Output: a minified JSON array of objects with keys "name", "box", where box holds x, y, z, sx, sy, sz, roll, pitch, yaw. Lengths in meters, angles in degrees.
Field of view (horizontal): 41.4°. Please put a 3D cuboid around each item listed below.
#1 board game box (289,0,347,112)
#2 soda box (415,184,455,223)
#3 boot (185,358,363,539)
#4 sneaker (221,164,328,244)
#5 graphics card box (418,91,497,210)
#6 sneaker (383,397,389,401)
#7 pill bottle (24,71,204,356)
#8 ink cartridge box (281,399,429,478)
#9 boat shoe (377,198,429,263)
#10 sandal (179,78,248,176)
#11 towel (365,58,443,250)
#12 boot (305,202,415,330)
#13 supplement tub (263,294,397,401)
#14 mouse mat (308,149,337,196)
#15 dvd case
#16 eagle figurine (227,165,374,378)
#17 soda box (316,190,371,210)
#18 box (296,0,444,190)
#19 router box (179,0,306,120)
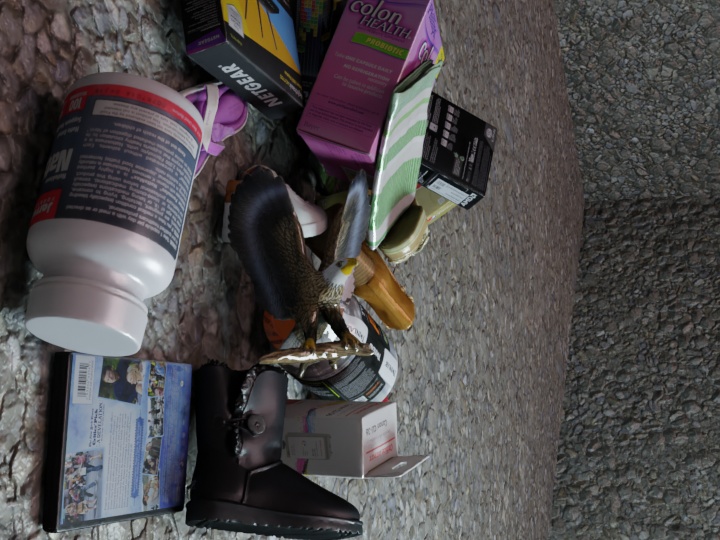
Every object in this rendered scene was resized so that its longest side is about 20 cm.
[{"name":"board game box","box":[-0.040,-0.310,1.228,0.200,0.056,0.168,-52,150,-59]},{"name":"soda box","box":[0.067,-0.170,1.395,0.202,0.067,0.064,59,19,8]},{"name":"boot","box":[-0.083,0.185,0.986,0.197,0.076,0.171,14,64,-23]},{"name":"sneaker","box":[-0.092,-0.080,1.108,0.199,0.072,0.086,-15,105,-67]},{"name":"graphics card box","box":[0.091,-0.184,1.321,0.198,0.051,0.127,25,58,-17]},{"name":"sneaker","box":[-0.006,0.202,1.319,0.201,0.070,0.114,-64,143,-54]},{"name":"pill bottle","box":[-0.199,-0.042,0.763,0.120,0.118,0.203,49,44,-58]},{"name":"ink cartridge box","box":[-0.030,0.188,1.079,0.116,0.197,0.069,-6,95,-69]},{"name":"boat shoe","box":[0.061,-0.044,1.252,0.064,0.072,0.201,62,7,-13]},{"name":"sandal","box":[-0.153,-0.154,0.983,0.203,0.049,0.084,-64,146,-54]},{"name":"towel","box":[0.050,-0.140,1.140,0.153,0.023,0.202,-50,157,-55]},{"name":"boot","box":[0.001,0.000,1.212,0.144,0.071,0.201,50,3,-21]},{"name":"supplement tub","box":[-0.036,0.091,1.177,0.200,0.121,0.124,51,42,-58]},{"name":"mouse mat","box":[-0.022,-0.212,1.279,0.161,0.007,0.203,59,48,-73]},{"name":"dvd case","box":[-0.212,0.151,0.858,0.200,0.017,0.145,23,68,-68]},{"name":"eagle figurine","box":[-0.047,0.000,1.009,0.151,0.149,0.203,31,42,-63]},{"name":"soda box","box":[0.010,-0.080,1.371,0.200,0.067,0.065,-9,86,-69]},{"name":"box","box":[0.019,-0.218,1.156,0.176,0.095,0.203,49,61,-75]},{"name":"router box","box":[-0.126,-0.266,1.021,0.200,0.050,0.152,26,53,-68]}]
